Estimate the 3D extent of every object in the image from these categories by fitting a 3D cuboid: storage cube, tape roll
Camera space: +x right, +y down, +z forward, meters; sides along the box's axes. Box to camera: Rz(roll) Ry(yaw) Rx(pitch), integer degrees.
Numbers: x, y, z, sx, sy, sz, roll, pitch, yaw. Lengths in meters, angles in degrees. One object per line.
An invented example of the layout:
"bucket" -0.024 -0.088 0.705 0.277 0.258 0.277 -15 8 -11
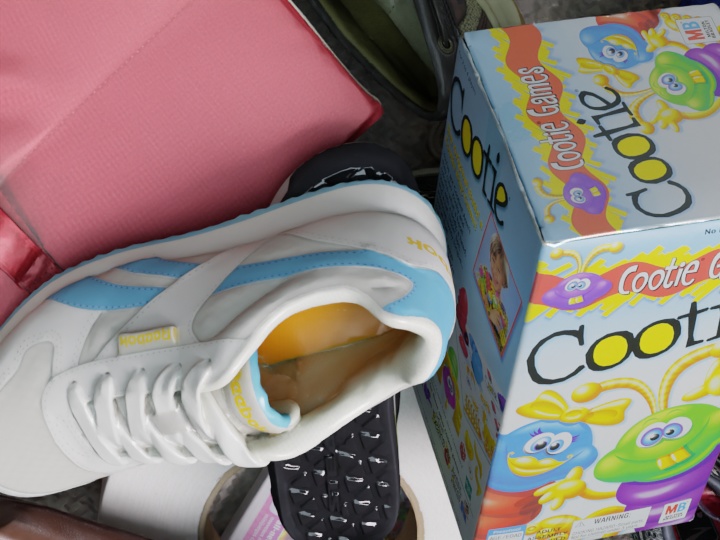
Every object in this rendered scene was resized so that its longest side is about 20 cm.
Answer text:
"storage cube" -0.121 -0.078 0.784 0.180 0.200 0.171 -42 106 -1
"tape roll" -0.025 0.117 0.891 0.201 0.037 0.204 -1 119 -2

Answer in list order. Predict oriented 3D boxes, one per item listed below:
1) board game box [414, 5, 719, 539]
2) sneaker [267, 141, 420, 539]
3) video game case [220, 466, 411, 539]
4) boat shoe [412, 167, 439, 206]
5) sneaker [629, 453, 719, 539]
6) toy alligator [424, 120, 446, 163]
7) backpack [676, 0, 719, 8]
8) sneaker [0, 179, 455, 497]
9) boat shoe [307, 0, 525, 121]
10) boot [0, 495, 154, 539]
"board game box" 0.089 0.009 0.735 0.102 0.105 0.201 -8 142 -12
"sneaker" -0.015 0.025 0.775 0.071 0.083 0.201 2 125 -6
"video game case" 0.017 0.180 0.964 0.199 0.018 0.144 30 99 -14
"boat shoe" -0.001 -0.002 0.885 0.198 0.066 0.075 -4 108 -6
"sneaker" 0.145 0.086 0.880 0.080 0.201 0.075 -25 149 -7
"toy alligator" 0.041 -0.141 0.859 0.059 0.054 0.201 -6 106 -5
"backpack" 0.200 -0.059 0.850 0.161 0.169 0.201 11 137 -9
"sneaker" -0.061 0.034 0.680 0.199 0.081 0.077 -24 120 12
"boat shoe" -0.008 -0.150 0.815 0.201 0.066 0.072 50 130 1
"boot" -0.083 0.134 0.798 0.199 0.186 0.065 24 64 -13
